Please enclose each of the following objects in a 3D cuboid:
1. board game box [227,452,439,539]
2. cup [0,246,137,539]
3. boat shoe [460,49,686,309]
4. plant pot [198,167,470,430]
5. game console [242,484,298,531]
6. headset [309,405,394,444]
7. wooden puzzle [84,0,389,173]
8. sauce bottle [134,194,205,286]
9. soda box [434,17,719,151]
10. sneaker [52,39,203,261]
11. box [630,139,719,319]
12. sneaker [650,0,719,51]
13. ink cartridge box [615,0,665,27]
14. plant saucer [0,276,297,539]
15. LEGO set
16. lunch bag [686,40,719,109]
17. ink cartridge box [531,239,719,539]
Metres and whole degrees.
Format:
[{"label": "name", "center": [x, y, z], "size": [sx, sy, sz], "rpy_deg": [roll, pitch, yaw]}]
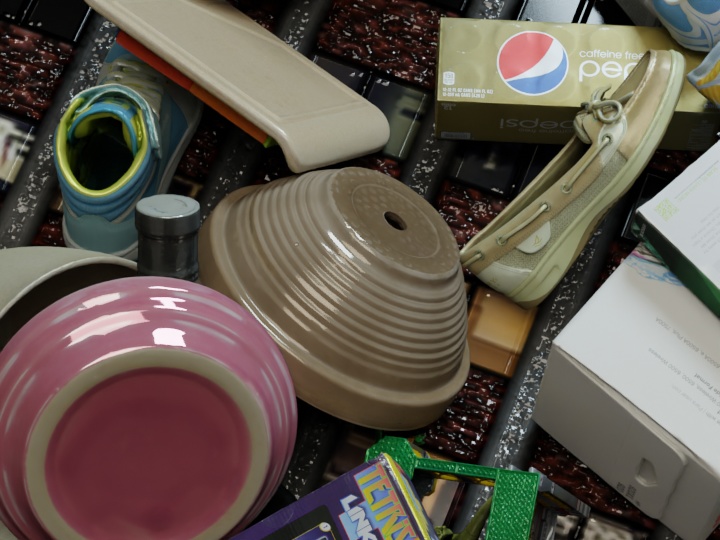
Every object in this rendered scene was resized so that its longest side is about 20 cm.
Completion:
[{"label": "board game box", "center": [-0.010, 0.236, 1.554], "size": [0.165, 0.057, 0.200], "rpy_deg": [-28, 61, 5]}, {"label": "cup", "center": [-0.228, 0.066, 1.665], "size": [0.143, 0.200, 0.200], "rpy_deg": [24, 66, 40]}, {"label": "boat shoe", "center": [0.145, -0.070, 1.734], "size": [0.063, 0.073, 0.201], "rpy_deg": [33, 104, -9]}, {"label": "plant pot", "center": [0.000, 0.000, 1.673], "size": [0.200, 0.093, 0.201], "rpy_deg": [28, 31, -18]}, {"label": "game console", "center": [-0.066, 0.241, 1.623], "size": [0.177, 0.031, 0.200], "rpy_deg": [-47, 61, -3]}, {"label": "headset", "center": [-0.052, 0.075, 1.724], "size": [0.123, 0.094, 0.201], "rpy_deg": [-14, 83, -10]}, {"label": "wooden puzzle", "center": [-0.086, -0.138, 1.756], "size": [0.200, 0.185, 0.037], "rpy_deg": [41, 109, 11]}, {"label": "sauce bottle", "center": [-0.119, 0.052, 1.617], "size": [0.064, 0.201, 0.065], "rpy_deg": [3, 22, -1]}, {"label": "soda box", "center": [0.152, -0.129, 1.802], "size": [0.199, 0.064, 0.068], "rpy_deg": [3, 67, 0]}, {"label": "sneaker", "center": [-0.155, -0.113, 1.757], "size": [0.079, 0.131, 0.201], "rpy_deg": [9, 65, 3]}, {"label": "box", "center": [0.288, -0.007, 1.609], "size": [0.144, 0.036, 0.200], "rpy_deg": [-39, 72, -16]}, {"label": "sneaker", "center": [0.214, -0.241, 1.793], "size": [0.072, 0.073, 0.200], "rpy_deg": [-16, 55, -7]}, {"label": "ink cartridge box", "center": [0.224, -0.287, 1.881], "size": [0.173, 0.044, 0.200], "rpy_deg": [-32, 70, -14]}, {"label": "plant saucer", "center": [-0.133, 0.104, 1.569], "size": [0.200, 0.201, 0.051], "rpy_deg": [-18, 28, -8]}, {"label": "LEGO set", "center": [0.068, 0.206, 1.654], "size": [0.153, 0.116, 0.201], "rpy_deg": [-4, 71, 24]}, {"label": "lunch bag", "center": [0.343, -0.126, 1.747], "size": [0.170, 0.200, 0.127], "rpy_deg": [47, 118, 15]}, {"label": "ink cartridge box", "center": [0.231, 0.048, 1.683], "size": [0.145, 0.147, 0.200], "rpy_deg": [38, 71, 14]}]
